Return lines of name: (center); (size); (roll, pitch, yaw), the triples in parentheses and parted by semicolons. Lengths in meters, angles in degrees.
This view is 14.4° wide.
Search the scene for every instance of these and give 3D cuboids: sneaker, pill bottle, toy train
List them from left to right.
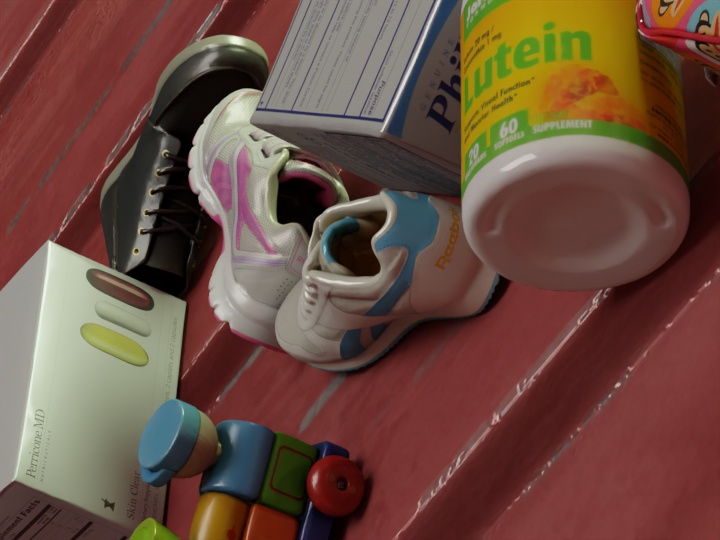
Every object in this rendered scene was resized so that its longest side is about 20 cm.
sneaker: (-0.113, -0.061, 1.912); (0.106, 0.075, 0.200); (-96, 29, -42)
toy train: (-0.082, 0.176, 1.554); (0.085, 0.116, 0.200); (-23, 47, 57)
sneaker: (-0.047, -0.046, 1.750); (0.088, 0.081, 0.200); (-48, 38, 32)
sneaker: (0.000, 0.000, 1.598); (0.200, 0.081, 0.077); (-29, 44, 55)
pill bottle: (0.105, -0.099, 1.427); (0.111, 0.111, 0.200); (-42, 36, 42)

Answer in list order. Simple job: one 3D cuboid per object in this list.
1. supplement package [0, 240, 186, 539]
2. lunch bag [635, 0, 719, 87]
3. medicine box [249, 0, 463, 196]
supplement package: (-0.207, 0.113, 1.876); (0.156, 0.111, 0.200); (-43, 33, 41)
lunch bag: (0.207, -0.184, 1.347); (0.200, 0.082, 0.176); (-66, 23, -1)
medicine box: (0.047, -0.142, 1.608); (0.200, 0.103, 0.182); (12, 78, 65)
